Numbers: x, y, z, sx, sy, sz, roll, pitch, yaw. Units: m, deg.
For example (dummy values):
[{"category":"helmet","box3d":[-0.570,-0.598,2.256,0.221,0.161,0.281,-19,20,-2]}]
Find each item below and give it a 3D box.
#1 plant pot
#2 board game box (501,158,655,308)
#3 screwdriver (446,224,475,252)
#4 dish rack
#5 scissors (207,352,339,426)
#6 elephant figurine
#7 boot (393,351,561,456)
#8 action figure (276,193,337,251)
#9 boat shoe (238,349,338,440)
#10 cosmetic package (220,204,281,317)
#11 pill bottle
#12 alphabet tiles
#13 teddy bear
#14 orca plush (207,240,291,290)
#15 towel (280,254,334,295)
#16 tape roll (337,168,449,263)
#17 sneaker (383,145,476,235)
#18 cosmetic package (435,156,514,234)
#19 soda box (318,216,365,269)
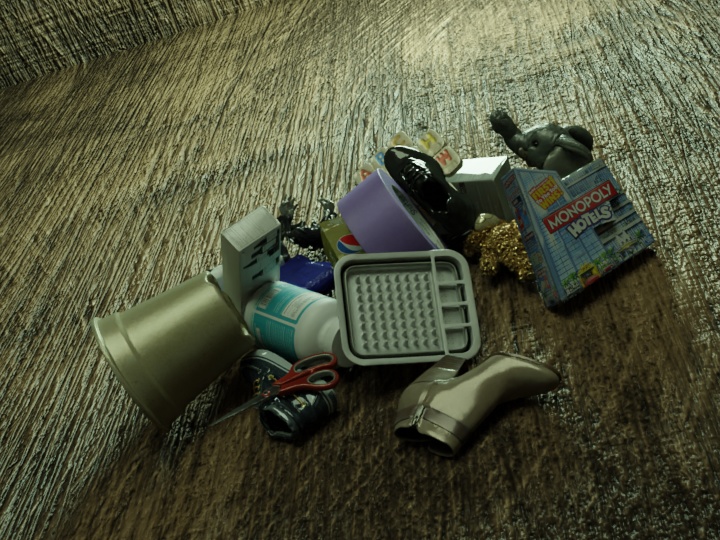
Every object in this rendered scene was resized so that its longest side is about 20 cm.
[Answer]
[{"category":"plant pot","box3d":[-0.264,0.103,1.614,0.183,0.201,0.200,-34,30,-3]},{"category":"board game box","box3d":[0.307,-0.081,1.598,0.200,0.200,0.062,-31,-5,-17]},{"category":"screwdriver","box3d":[0.112,-0.021,1.799,0.200,0.028,0.029,-27,58,-8]},{"category":"dish rack","box3d":[0.063,0.058,1.565,0.199,0.044,0.172,-2,67,-11]},{"category":"scissors","box3d":[-0.121,0.164,1.518,0.199,0.014,0.073,-19,39,-8]},{"category":"elephant figurine","box3d":[0.315,-0.174,1.736,0.155,0.201,0.141,-24,25,-19]},{"category":"boot","box3d":[0.143,0.176,1.409,0.199,0.070,0.146,1,41,36]},{"category":"action figure","box3d":[-0.102,-0.086,1.958,0.119,0.102,0.200,10,-4,-43]},{"category":"boat shoe","box3d":[-0.130,0.176,1.567,0.091,0.071,0.200,-35,33,-32]},{"category":"cosmetic package","box3d":[-0.167,-0.007,1.685,0.082,0.200,0.051,-34,66,-23]},{"category":"pill bottle","box3d":[-0.079,0.088,1.648,0.111,0.111,0.200,-37,33,-28]},{"category":"alphabet tiles","box3d":[0.075,-0.141,1.835,0.200,0.015,0.196,-43,54,9]},{"category":"teddy bear","box3d":[0.233,-0.046,1.695,0.145,0.067,0.200,-43,32,8]},{"category":"orca plush","box3d":[-0.216,-0.004,1.890,0.071,0.105,0.200,24,49,39]},{"category":"towel","box3d":[-0.136,0.050,1.823,0.200,0.050,0.148,-35,24,-23]},{"category":"tape roll","box3d":[0.058,-0.055,1.692,0.085,0.200,0.200,-39,27,11]},{"category":"sneaker","box3d":[0.103,-0.142,1.756,0.076,0.091,0.200,-51,58,8]},{"category":"cosmetic package","box3d":[0.161,-0.125,1.862,0.199,0.107,0.090,-5,32,30]},{"category":"soda box","box3d":[0.000,0.000,1.723,0.064,0.068,0.200,-19,47,-10]}]
